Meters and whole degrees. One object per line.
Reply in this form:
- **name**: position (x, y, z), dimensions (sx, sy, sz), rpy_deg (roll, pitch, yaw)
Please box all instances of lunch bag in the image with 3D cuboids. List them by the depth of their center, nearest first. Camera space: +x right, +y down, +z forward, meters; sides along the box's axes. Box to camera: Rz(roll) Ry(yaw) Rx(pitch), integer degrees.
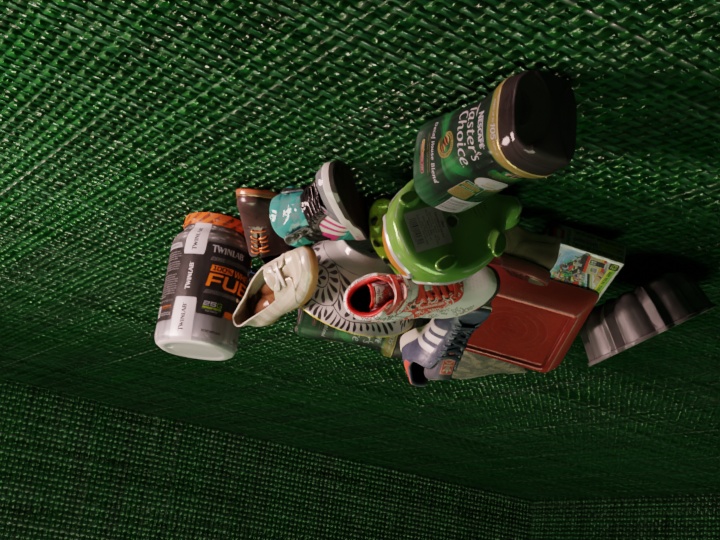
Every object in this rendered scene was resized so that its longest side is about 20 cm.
- **lunch bag**: position (0.165, 0.116, 1.981), dimensions (0.199, 0.118, 0.164), rpy_deg (-11, 154, 36)

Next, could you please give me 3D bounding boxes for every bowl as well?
- **bowl**: position (0.000, 0.000, 1.666), dimensions (0.200, 0.201, 0.094), rpy_deg (13, 118, -16)

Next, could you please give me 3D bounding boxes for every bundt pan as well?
- **bundt pan**: position (0.404, 0.062, 1.677), dimensions (0.201, 0.076, 0.202), rpy_deg (-24, 170, -4)

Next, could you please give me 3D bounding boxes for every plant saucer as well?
- **plant saucer**: position (0.216, 0.074, 1.666), dimensions (0.199, 0.037, 0.200), rpy_deg (15, 144, 0)

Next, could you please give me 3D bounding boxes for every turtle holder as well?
- **turtle holder**: position (0.108, -0.061, 1.449), dimensions (0.141, 0.186, 0.132), rpy_deg (43, 157, -2)

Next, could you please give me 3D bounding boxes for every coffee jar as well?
- **coffee jar**: position (0.140, -0.133, 1.218), dimensions (0.085, 0.105, 0.200), rpy_deg (14, 161, -28)
- **coffee jar**: position (0.001, 0.076, 1.888), dimensions (0.199, 0.105, 0.085), rpy_deg (13, -172, -4)

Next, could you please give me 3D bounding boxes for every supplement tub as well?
- **supplement tub**: position (-0.228, 0.023, 1.712), dimensions (0.122, 0.201, 0.123), rpy_deg (7, 164, 2)

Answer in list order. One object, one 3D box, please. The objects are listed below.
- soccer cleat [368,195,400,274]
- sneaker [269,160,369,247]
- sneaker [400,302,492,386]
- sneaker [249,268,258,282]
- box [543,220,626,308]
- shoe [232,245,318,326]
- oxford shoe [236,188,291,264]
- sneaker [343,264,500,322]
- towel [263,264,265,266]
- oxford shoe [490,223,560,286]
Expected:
- **soccer cleat**: position (0.066, -0.032, 1.604), dimensions (0.067, 0.081, 0.200), rpy_deg (-11, 127, 24)
- **sneaker**: position (-0.063, -0.085, 1.507), dimensions (0.120, 0.084, 0.200), rpy_deg (-6, 162, 10)
- **sneaker**: position (0.124, 0.105, 1.626), dimensions (0.075, 0.085, 0.200), rpy_deg (8, 152, -24)
- **sneaker**: position (-0.213, 0.023, 1.927), dimensions (0.199, 0.070, 0.078), rpy_deg (8, 170, 1)
- **box**: position (0.281, 0.017, 1.627), dimensions (0.110, 0.035, 0.200), rpy_deg (18, 144, -3)
- **shoe**: position (-0.118, 0.030, 1.609), dimensions (0.053, 0.070, 0.200), rpy_deg (-9, 158, -36)
- **oxford shoe**: position (-0.131, -0.058, 1.624), dimensions (0.071, 0.073, 0.200), rpy_deg (4, 162, 13)
- **sneaker**: position (0.077, 0.031, 1.515), dimensions (0.201, 0.068, 0.108), rpy_deg (-9, 173, 16)
- **towel**: position (-0.053, 0.010, 1.788), dimensions (0.199, 0.035, 0.133), rpy_deg (10, -164, -10)
- **oxford shoe**: position (0.171, -0.048, 1.550), dimensions (0.199, 0.075, 0.070), rpy_deg (24, 176, 16)
